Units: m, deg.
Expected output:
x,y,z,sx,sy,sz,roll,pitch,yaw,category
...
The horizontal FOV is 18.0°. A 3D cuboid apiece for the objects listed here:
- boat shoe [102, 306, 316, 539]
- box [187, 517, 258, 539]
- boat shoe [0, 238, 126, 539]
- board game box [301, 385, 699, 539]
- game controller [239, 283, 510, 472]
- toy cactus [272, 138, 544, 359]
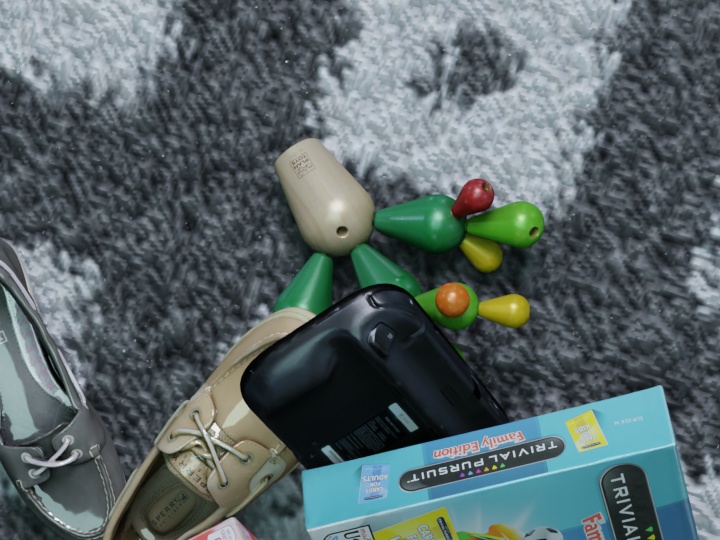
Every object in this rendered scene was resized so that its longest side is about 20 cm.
x,y,z,sx,sy,sz,roll,pitch,yaw,category
-0.077,0.102,1.256,0.071,0.065,0.200,42,122,7,boat shoe
-0.066,0.253,1.238,0.102,0.095,0.200,-27,57,6,box
-0.197,0.071,1.317,0.067,0.057,0.200,-25,85,6,boat shoe
0.084,0.152,1.240,0.199,0.047,0.151,-14,131,7,board game box
0.012,0.077,1.231,0.104,0.200,0.042,-26,54,10,game controller
0.000,0.000,1.286,0.200,0.102,0.165,-38,74,15,toy cactus
